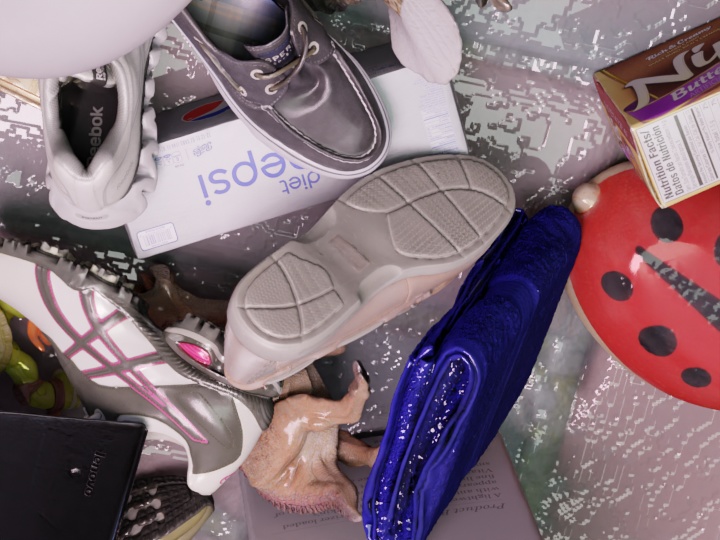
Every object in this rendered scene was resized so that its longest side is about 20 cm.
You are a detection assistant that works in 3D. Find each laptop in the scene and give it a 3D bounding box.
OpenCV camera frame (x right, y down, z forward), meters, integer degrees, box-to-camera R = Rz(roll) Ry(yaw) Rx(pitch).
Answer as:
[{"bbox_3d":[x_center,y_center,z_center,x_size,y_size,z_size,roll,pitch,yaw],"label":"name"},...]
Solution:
[{"bbox_3d":[-0.242,0.108,1.407,0.116,0.200,0.188,-22,144,-40],"label":"laptop"}]

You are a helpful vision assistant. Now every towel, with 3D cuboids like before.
[{"bbox_3d":[0.059,0.057,1.398,0.049,0.200,0.148,26,122,10],"label":"towel"}]

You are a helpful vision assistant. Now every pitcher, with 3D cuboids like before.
[{"bbox_3d":[-0.130,-0.188,1.213,0.199,0.122,0.172,-22,130,20],"label":"pitcher"}]

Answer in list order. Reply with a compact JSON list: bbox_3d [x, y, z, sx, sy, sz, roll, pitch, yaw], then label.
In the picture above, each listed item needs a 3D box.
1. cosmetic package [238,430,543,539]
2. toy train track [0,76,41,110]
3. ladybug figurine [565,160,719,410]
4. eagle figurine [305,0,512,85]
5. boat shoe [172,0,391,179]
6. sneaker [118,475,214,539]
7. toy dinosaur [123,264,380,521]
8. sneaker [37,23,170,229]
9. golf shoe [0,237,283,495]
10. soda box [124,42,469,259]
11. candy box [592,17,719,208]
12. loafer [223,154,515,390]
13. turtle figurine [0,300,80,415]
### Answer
[{"bbox_3d":[0.025,0.210,1.456,0.164,0.200,0.166,-9,112,-3],"label":"cosmetic package"},{"bbox_3d":[-0.233,-0.080,1.391,0.114,0.033,0.201,25,94,-3],"label":"toy train track"},{"bbox_3d":[0.203,0.014,1.474,0.199,0.072,0.136,32,104,-16],"label":"ladybug figurine"},{"bbox_3d":[-0.012,-0.204,1.346,0.199,0.151,0.152,12,117,-21],"label":"eagle figurine"},{"bbox_3d":[-0.053,-0.127,1.330,0.070,0.066,0.200,-40,102,-5],"label":"boat shoe"},{"bbox_3d":[-0.150,0.203,1.513,0.200,0.077,0.089,-42,120,16],"label":"sneaker"},{"bbox_3d":[-0.054,0.081,1.434,0.135,0.201,0.086,-28,152,7],"label":"toy dinosaur"},{"bbox_3d":[-0.143,-0.127,1.349,0.075,0.081,0.201,-4,78,4],"label":"sneaker"},{"bbox_3d":[-0.141,0.045,1.376,0.199,0.077,0.088,28,90,13],"label":"golf shoe"},{"bbox_3d":[-0.043,-0.072,1.418,0.199,0.068,0.064,-17,109,0],"label":"soda box"},{"bbox_3d":[0.239,-0.113,1.409,0.199,0.117,0.057,-22,111,3],"label":"candy box"},{"bbox_3d":[0.000,0.000,1.358,0.072,0.200,0.063,48,144,16],"label":"loafer"},{"bbox_3d":[-0.231,0.056,1.445,0.161,0.064,0.200,-40,109,9],"label":"turtle figurine"}]
